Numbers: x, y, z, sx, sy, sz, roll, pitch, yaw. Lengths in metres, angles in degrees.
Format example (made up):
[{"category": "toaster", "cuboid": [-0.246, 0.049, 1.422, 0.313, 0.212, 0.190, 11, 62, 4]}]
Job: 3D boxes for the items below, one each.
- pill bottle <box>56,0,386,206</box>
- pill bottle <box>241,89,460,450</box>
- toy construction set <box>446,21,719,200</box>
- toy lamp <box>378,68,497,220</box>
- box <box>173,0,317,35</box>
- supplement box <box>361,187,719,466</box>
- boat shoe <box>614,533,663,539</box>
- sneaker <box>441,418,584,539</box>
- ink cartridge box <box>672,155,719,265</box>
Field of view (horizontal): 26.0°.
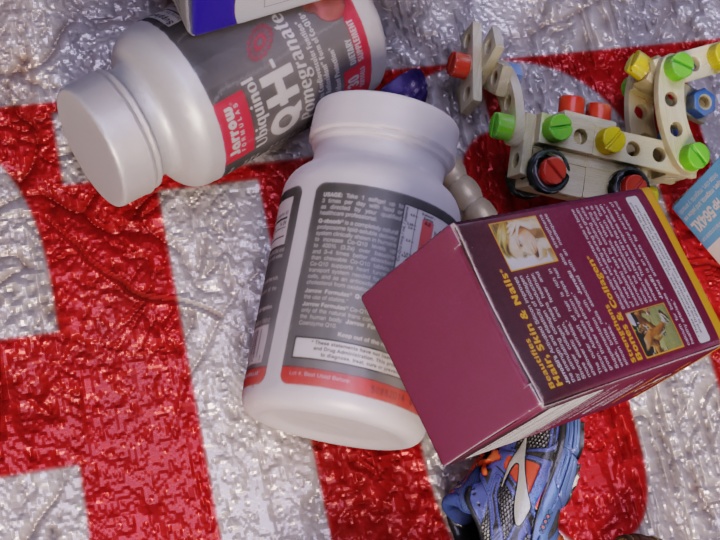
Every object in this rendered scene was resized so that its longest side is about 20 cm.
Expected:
[{"category": "pill bottle", "cuboid": [-0.090, -0.123, 1.001, 0.199, 0.111, 0.111, -32, 79, -22]}, {"category": "pill bottle", "cuboid": [0.000, 0.000, 0.959, 0.114, 0.116, 0.202, 13, 75, -8]}, {"category": "toy construction set", "cuboid": [0.155, -0.108, 1.064, 0.197, 0.092, 0.133, 8, 83, -5]}, {"category": "toy lamp", "cuboid": [0.078, -0.041, 1.039, 0.058, 0.058, 0.201, -33, 80, -23]}, {"category": "box", "cuboid": [-0.045, -0.266, 0.969, 0.198, 0.105, 0.185, -18, 61, -15]}, {"category": "supplement box", "cuboid": [0.111, 0.028, 0.906, 0.199, 0.085, 0.111, -11, 70, -47]}, {"category": "boat shoe", "cuboid": [0.139, 0.249, 0.933, 0.067, 0.072, 0.202, 21, 68, -7]}, {"category": "sneaker", "cuboid": [0.091, 0.134, 0.967, 0.077, 0.075, 0.202, 12, 65, -5]}, {"category": "ink cartridge box", "cuboid": [0.337, -0.022, 1.057, 0.128, 0.125, 0.201, -34, 80, -22]}]
